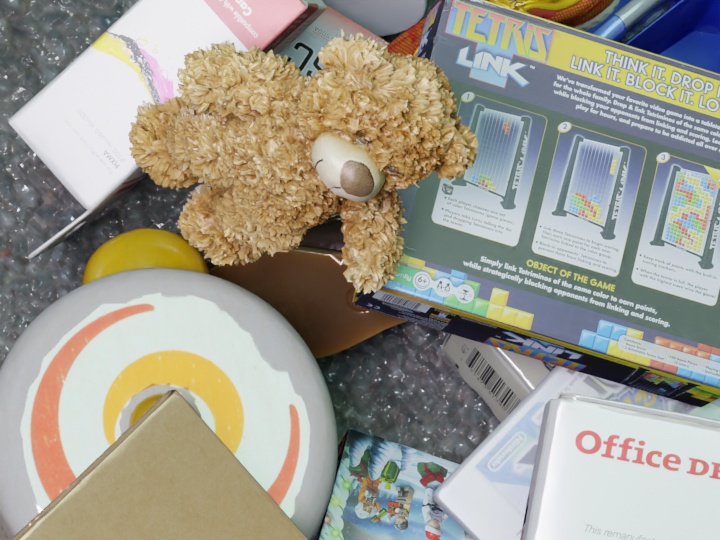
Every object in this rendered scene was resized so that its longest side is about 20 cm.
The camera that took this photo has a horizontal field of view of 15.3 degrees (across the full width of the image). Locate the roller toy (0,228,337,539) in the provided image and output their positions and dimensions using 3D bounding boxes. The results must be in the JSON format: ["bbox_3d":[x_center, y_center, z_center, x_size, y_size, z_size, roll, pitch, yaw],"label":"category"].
[{"bbox_3d":[-0.104,0.096,1.386,0.182,0.140,0.200,35,68,5],"label":"roller toy"}]

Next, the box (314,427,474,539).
[{"bbox_3d":[0.066,0.181,1.446,0.199,0.040,0.138,18,67,-5],"label":"box"}]

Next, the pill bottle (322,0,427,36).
[{"bbox_3d":[0.007,-0.244,1.569,0.110,0.111,0.201,10,66,-8],"label":"pill bottle"}]

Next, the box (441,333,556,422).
[{"bbox_3d":[0.147,0.007,1.519,0.200,0.068,0.082,-38,80,-22],"label":"box"}]

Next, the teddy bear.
[{"bbox_3d":[-0.038,-0.052,1.314,0.067,0.199,0.146,-40,124,-41],"label":"teddy bear"}]

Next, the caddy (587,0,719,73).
[{"bbox_3d":[0.157,-0.138,1.560,0.200,0.105,0.141,-38,79,-23],"label":"caddy"}]

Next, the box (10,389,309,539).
[{"bbox_3d":[-0.083,0.185,1.293,0.163,0.021,0.200,-43,98,-15],"label":"box"}]

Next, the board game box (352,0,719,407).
[{"bbox_3d":[0.112,-0.037,1.399,0.199,0.057,0.166,17,75,-7],"label":"board game box"}]

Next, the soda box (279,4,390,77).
[{"bbox_3d":[-0.019,-0.102,1.529,0.199,0.068,0.064,32,66,3],"label":"soda box"}]

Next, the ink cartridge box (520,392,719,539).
[{"bbox_3d":[0.149,0.175,1.368,0.146,0.083,0.201,11,83,2],"label":"ink cartridge box"}]

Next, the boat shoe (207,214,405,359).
[{"bbox_3d":[0.000,0.000,1.476,0.199,0.071,0.070,-10,25,11],"label":"boat shoe"}]

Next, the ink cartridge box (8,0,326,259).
[{"bbox_3d":[-0.116,-0.098,1.436,0.200,0.116,0.068,-42,91,7],"label":"ink cartridge box"}]

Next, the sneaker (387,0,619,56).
[{"bbox_3d":[0.063,-0.133,1.468,0.200,0.077,0.073,-42,70,-11],"label":"sneaker"}]

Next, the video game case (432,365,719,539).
[{"bbox_3d":[0.171,0.113,1.429,0.182,0.022,0.200,44,85,6],"label":"video game case"}]
